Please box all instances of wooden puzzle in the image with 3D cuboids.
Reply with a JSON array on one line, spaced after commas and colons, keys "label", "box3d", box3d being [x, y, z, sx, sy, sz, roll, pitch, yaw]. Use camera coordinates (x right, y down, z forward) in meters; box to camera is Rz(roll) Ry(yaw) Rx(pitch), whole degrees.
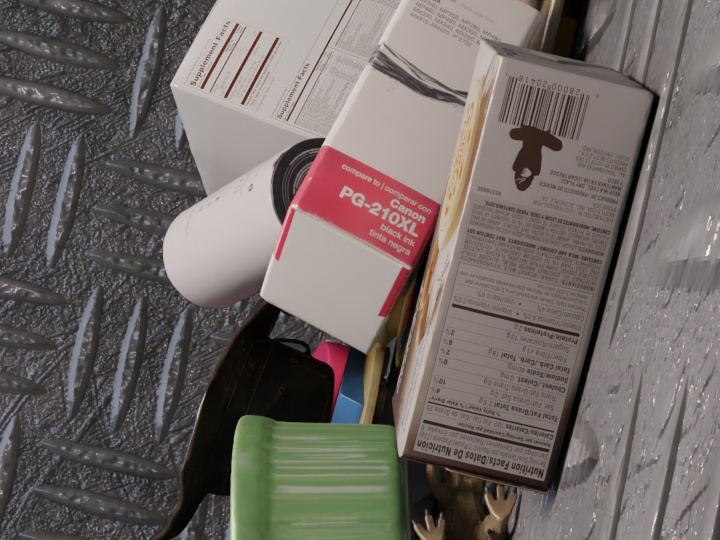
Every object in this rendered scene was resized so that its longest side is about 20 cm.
[{"label": "wooden puzzle", "box3d": [0.111, -0.105, 1.289, 0.185, 0.037, 0.202, -167, 86, -87]}]

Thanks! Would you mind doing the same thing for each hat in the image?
[{"label": "hat", "box3d": [-0.061, 0.106, 1.261, 0.201, 0.080, 0.202, 24, -90, -87]}]

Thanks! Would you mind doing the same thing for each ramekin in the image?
[{"label": "ramekin", "box3d": [-0.016, 0.181, 1.094, 0.200, 0.097, 0.202, -3, -90, -88]}]

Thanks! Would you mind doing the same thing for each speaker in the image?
[{"label": "speaker", "box3d": [-0.068, -0.030, 1.325, 0.200, 0.081, 0.082, -24, 50, 60]}]

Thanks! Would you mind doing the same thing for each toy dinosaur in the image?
[{"label": "toy dinosaur", "box3d": [0.058, 0.156, 1.061, 0.101, 0.058, 0.201, 86, -178, -58]}]

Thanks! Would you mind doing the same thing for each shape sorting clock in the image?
[{"label": "shape sorting clock", "box3d": [-0.010, 0.133, 1.282, 0.200, 0.039, 0.201, -164, 90, -90]}]

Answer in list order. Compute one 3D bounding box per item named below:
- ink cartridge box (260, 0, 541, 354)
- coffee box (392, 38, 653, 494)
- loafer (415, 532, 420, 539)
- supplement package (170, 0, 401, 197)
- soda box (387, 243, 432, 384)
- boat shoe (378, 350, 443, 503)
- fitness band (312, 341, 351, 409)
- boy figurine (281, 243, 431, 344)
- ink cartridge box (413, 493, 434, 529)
[{"label": "ink cartridge box", "box3d": [0.025, -0.071, 1.176, 0.201, 0.084, 0.145, -62, -1, -25]}, {"label": "coffee box", "box3d": [0.077, -0.006, 0.951, 0.114, 0.079, 0.201, -88, 12, -78]}, {"label": "loafer", "box3d": [0.025, 0.243, 1.197, 0.063, 0.071, 0.201, -43, 32, 47]}, {"label": "supplement package", "box3d": [-0.011, -0.117, 1.440, 0.148, 0.199, 0.192, -63, -16, -21]}, {"label": "soda box", "box3d": [0.066, 0.026, 1.183, 0.200, 0.067, 0.064, 111, 173, -72]}, {"label": "boat shoe", "box3d": [0.048, 0.081, 1.363, 0.070, 0.070, 0.201, -64, -8, -59]}, {"label": "fitness band", "box3d": [-0.043, 0.154, 1.461, 0.144, 0.037, 0.201, -142, 67, -89]}, {"label": "boy figurine", "box3d": [0.000, 0.000, 1.350, 0.200, 0.064, 0.125, -2, 100, 66]}, {"label": "ink cartridge box", "box3d": [0.006, 0.192, 1.473, 0.145, 0.087, 0.201, 111, 170, -69]}]
